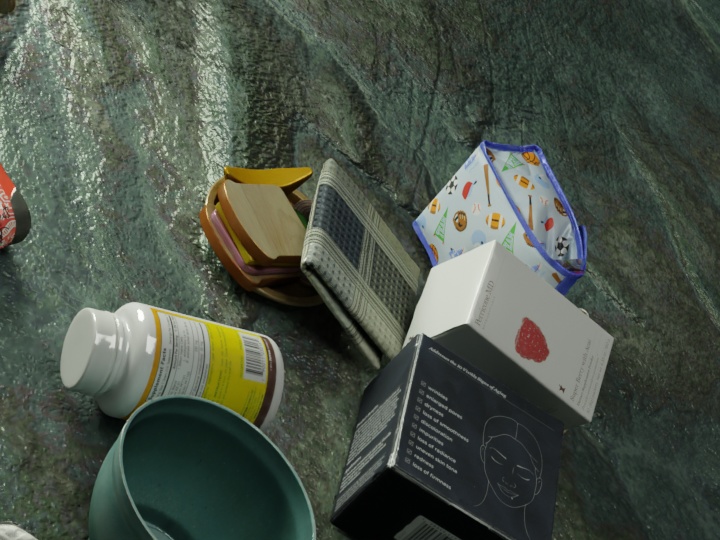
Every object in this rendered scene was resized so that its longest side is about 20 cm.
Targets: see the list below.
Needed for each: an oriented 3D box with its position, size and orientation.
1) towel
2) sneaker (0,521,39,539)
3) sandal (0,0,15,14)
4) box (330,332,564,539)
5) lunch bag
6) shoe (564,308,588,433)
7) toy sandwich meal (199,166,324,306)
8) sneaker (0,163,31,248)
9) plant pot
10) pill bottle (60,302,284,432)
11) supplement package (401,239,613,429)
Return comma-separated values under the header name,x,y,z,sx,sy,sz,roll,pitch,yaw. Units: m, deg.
name,x,y,z,sx,sy,sz,roll,pitch,yaw
towel,0.000,0.000,1.730,0.200,0.034,0.194,51,29,-30
sneaker,-0.241,0.293,1.258,0.199,0.074,0.080,34,49,-5
sandal,-0.461,-0.344,1.664,0.069,0.078,0.212,-28,69,-31
box,0.095,0.209,1.588,0.199,0.124,0.198,33,40,-13
lunch bag,0.180,-0.026,1.850,0.123,0.170,0.201,-1,54,-36
shoe,0.247,0.120,1.866,0.070,0.053,0.201,34,39,-12
toy sandwich meal,-0.090,-0.048,1.705,0.204,0.070,0.207,24,42,-23
sneaker,-0.409,-0.102,1.469,0.202,0.067,0.108,55,36,10
plant pot,-0.156,0.229,1.326,0.199,0.134,0.201,29,34,-22
pill bottle,-0.180,0.095,1.457,0.198,0.109,0.110,16,45,-31
supplement package,0.168,0.083,1.729,0.199,0.119,0.122,37,55,-22
